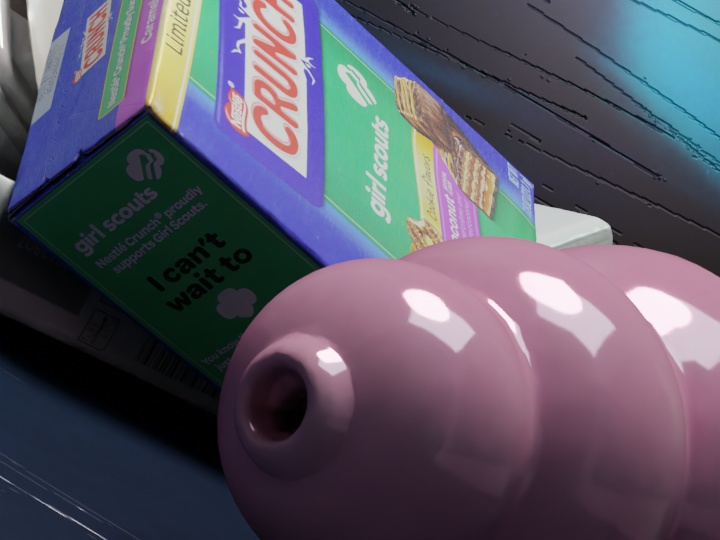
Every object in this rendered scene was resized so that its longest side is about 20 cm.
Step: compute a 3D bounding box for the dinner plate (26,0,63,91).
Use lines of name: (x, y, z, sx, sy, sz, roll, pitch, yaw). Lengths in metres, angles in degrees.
dinner plate: (-0.115, -0.079, 1.038, 0.024, 0.201, 0.200, -12, -5, 7)

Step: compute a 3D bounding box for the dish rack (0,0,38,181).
dish rack: (-0.153, -0.110, 1.047, 0.043, 0.173, 0.200, -12, -27, 7)

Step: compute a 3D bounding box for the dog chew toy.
dog chew toy: (0.040, 0.047, 0.585, 0.124, 0.125, 0.200, 31, 9, 36)

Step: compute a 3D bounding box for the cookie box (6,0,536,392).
cookie box: (-0.023, -0.025, 0.815, 0.200, 0.075, 0.172, 40, 29, -25)

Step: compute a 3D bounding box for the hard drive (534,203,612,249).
hard drive: (0.000, 0.000, 0.995, 0.199, 0.027, 0.132, -18, 23, -42)

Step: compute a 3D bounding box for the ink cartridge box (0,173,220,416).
ink cartridge box: (-0.147, -0.017, 0.856, 0.199, 0.057, 0.162, 20, -7, 44)
